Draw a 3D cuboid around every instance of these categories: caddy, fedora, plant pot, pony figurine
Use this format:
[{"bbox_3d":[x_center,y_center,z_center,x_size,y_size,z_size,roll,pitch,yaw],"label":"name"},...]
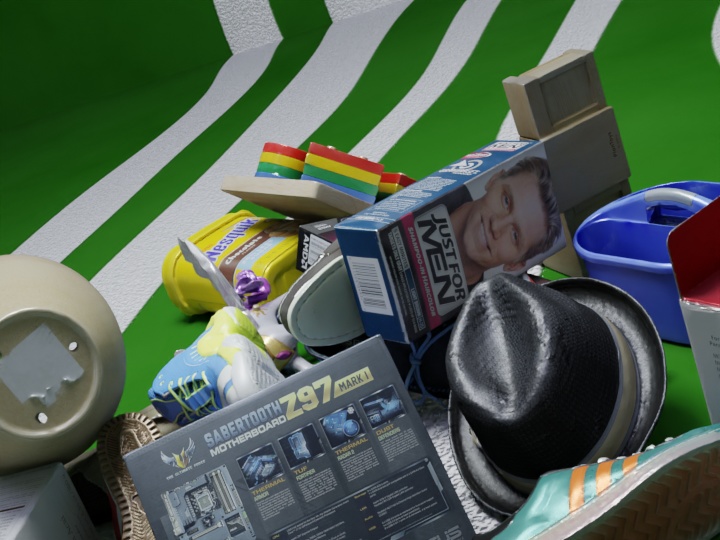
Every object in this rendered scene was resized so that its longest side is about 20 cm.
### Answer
[{"bbox_3d":[0.272,-0.021,0.997,0.141,0.106,0.199,-33,23,-26],"label":"caddy"},{"bbox_3d":[0.120,0.070,0.848,0.199,0.092,0.203,-26,42,25],"label":"fedora"},{"bbox_3d":[-0.261,0.076,0.924,0.186,0.189,0.200,-29,7,-19],"label":"plant pot"},{"bbox_3d":[-0.100,0.057,1.155,0.197,0.169,0.193,-13,24,-24],"label":"pony figurine"}]

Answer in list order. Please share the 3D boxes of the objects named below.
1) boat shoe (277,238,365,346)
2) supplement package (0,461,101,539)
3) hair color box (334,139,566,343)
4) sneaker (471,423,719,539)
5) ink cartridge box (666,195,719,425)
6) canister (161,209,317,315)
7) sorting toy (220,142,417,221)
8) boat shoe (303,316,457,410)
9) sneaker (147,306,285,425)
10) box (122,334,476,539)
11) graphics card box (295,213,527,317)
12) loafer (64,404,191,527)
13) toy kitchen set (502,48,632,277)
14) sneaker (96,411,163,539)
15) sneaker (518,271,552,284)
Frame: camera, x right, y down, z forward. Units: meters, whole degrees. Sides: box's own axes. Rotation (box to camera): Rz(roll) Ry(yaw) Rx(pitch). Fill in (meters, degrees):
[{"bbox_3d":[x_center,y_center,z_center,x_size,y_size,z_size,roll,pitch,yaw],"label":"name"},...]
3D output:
[{"bbox_3d":[0.000,0.000,1.017,0.060,0.073,0.200,15,37,44],"label":"boat shoe"},{"bbox_3d":[-0.271,0.252,0.845,0.118,0.123,0.201,-15,22,14],"label":"supplement package"},{"bbox_3d":[0.080,-0.029,0.996,0.199,0.101,0.060,-30,22,-33],"label":"hair color box"},{"bbox_3d":[0.157,0.146,0.752,0.198,0.072,0.080,-27,25,-9],"label":"sneaker"},{"bbox_3d":[0.309,0.014,0.776,0.199,0.178,0.083,-33,23,-26],"label":"ink cartridge box"},{"bbox_3d":[-0.118,-0.005,1.383,0.148,0.088,0.198,-35,26,-34],"label":"canister"},{"bbox_3d":[-0.023,-0.089,1.346,0.197,0.071,0.199,20,-6,-36],"label":"sorting toy"},{"bbox_3d":[0.038,0.079,1.014,0.198,0.086,0.068,-4,-1,37],"label":"boat shoe"},{"bbox_3d":[-0.116,0.101,0.962,0.105,0.076,0.200,-40,15,0],"label":"sneaker"},{"bbox_3d":[-0.041,0.157,0.807,0.198,0.159,0.051,-25,-15,-9],"label":"box"},{"bbox_3d":[0.046,-0.001,1.135,0.124,0.052,0.199,-14,28,-41],"label":"graphics card box"},{"bbox_3d":[-0.204,0.180,1.036,0.198,0.076,0.068,-30,21,4],"label":"loafer"},{"bbox_3d":[0.145,-0.094,1.170,0.162,0.202,0.180,-27,21,-16],"label":"toy kitchen set"},{"bbox_3d":[-0.151,0.218,0.905,0.070,0.113,0.202,-14,51,-10],"label":"sneaker"},{"bbox_3d":[0.179,0.052,0.999,0.081,0.078,0.200,2,16,-16],"label":"sneaker"}]
